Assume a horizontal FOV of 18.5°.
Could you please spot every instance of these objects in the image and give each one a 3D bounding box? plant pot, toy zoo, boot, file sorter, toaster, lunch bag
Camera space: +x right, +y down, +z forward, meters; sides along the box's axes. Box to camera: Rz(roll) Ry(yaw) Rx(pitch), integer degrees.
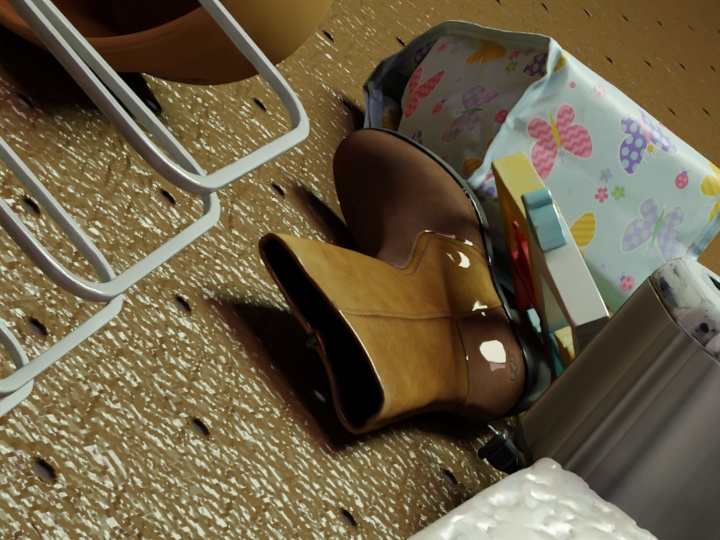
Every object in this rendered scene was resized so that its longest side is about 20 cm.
[{"bbox_3d":[-0.093,-0.180,1.110,0.200,0.200,0.140,55,5,23],"label":"plant pot"},{"bbox_3d":[0.107,0.029,1.170,0.131,0.020,0.200,-112,-174,-45],"label":"toy zoo"},{"bbox_3d":[0.000,0.000,1.125,0.200,0.068,0.189,4,59,-60],"label":"boot"},{"bbox_3d":[-0.132,-0.021,0.690,0.125,0.200,0.139,48,20,0],"label":"file sorter"},{"bbox_3d":[0.167,0.084,1.062,0.200,0.129,0.114,34,13,-15],"label":"toaster"},{"bbox_3d":[0.101,-0.059,1.332,0.169,0.127,0.200,35,-2,-27],"label":"lunch bag"}]

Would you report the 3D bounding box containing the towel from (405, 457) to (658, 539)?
[{"bbox_3d":[0.099,0.172,0.910,0.200,0.032,0.191,38,33,20],"label":"towel"}]
